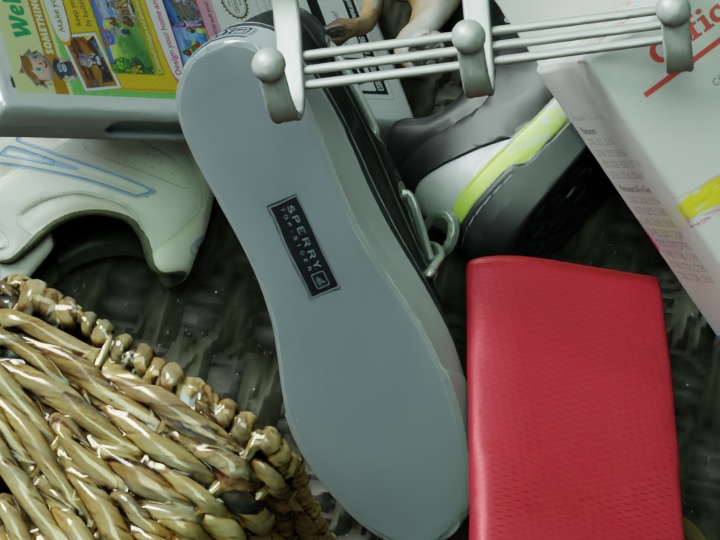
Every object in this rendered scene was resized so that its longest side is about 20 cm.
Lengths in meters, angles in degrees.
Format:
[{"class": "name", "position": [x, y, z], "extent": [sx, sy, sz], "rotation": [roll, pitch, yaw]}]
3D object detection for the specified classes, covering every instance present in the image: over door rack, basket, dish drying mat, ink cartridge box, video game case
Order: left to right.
[{"class": "basket", "position": [-0.102, 0.110, 0.855], "extent": [0.142, 0.200, 0.149], "rotation": [30, 76, 18]}, {"class": "video game case", "position": [-0.086, -0.135, 0.991], "extent": [0.182, 0.022, 0.201], "rotation": [0, 59, -36]}, {"class": "over door rack", "position": [0.033, -0.150, 0.882], "extent": [0.147, 0.067, 0.201], "rotation": [-6, 58, 9]}, {"class": "dish drying mat", "position": [0.073, 0.082, 0.885], "extent": [0.077, 0.018, 0.201], "rotation": [10, 53, -12]}, {"class": "ink cartridge box", "position": [0.146, -0.058, 0.911], "extent": [0.115, 0.068, 0.200], "rotation": [-37, 98, -7]}]

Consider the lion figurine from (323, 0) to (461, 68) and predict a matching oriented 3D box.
[{"class": "lion figurine", "position": [0.056, -0.154, 1.001], "extent": [0.200, 0.123, 0.073], "rotation": [-32, 109, 0]}]

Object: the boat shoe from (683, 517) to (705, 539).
[{"class": "boat shoe", "position": [0.061, 0.164, 0.881], "extent": [0.074, 0.067, 0.200], "rotation": [24, 53, 16]}]

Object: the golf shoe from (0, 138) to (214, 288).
[{"class": "golf shoe", "position": [-0.152, -0.033, 0.994], "extent": [0.199, 0.078, 0.098], "rotation": [-2, 73, 9]}]

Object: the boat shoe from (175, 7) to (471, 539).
[{"class": "boat shoe", "position": [-0.002, 0.001, 0.939], "extent": [0.073, 0.068, 0.200], "rotation": [-22, 99, 32]}]

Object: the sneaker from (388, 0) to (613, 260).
[{"class": "sneaker", "position": [0.085, -0.090, 0.981], "extent": [0.083, 0.072, 0.200], "rotation": [40, 78, 23]}]
